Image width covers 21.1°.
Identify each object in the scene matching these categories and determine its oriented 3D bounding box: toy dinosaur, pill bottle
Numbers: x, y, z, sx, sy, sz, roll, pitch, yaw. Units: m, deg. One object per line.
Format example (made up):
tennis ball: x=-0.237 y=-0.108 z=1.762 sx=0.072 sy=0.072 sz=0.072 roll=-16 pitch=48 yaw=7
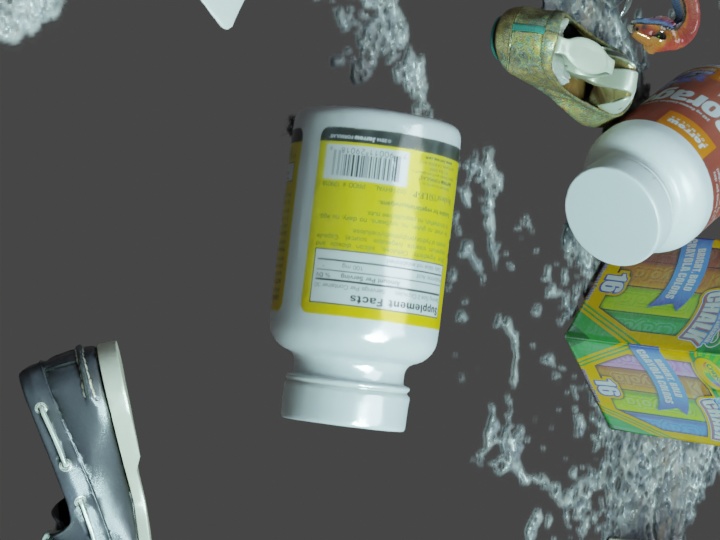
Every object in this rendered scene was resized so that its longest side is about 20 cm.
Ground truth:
toy dinosaur: x=0.218 y=-0.266 z=1.474 sx=0.105 sy=0.200 sz=0.182 roll=-23 pitch=73 yaw=-46
pill bottle: x=0.251 y=-0.083 z=1.565 sx=0.200 sy=0.112 sz=0.112 roll=-37 pitch=122 yaw=-45
pill bottle: x=0.000 y=0.000 z=1.251 sx=0.111 sy=0.111 sz=0.201 roll=11 pitch=86 yaw=-52

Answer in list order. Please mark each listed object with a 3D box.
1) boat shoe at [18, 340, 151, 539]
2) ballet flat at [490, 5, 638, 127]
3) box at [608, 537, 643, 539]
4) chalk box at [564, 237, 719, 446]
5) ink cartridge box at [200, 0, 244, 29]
boat shoe: x=-0.156 y=0.137 z=1.124 sx=0.063 sy=0.073 sz=0.201 roll=-9 pitch=112 yaw=-8
ballet flat: x=0.176 y=-0.155 z=1.500 sx=0.200 sy=0.071 sz=0.071 roll=20 pitch=78 yaw=-52
box: x=0.252 y=0.331 z=1.629 sx=0.078 sy=0.095 sz=0.201 roll=13 pitch=82 yaw=-51
chalk box: x=0.291 y=0.058 z=1.560 sx=0.125 sy=0.200 sz=0.124 roll=-57 pitch=134 yaw=-31
ink cartridge box: x=-0.130 y=-0.237 z=1.093 sx=0.200 sy=0.067 sz=0.117 roll=46 pitch=58 yaw=-42
